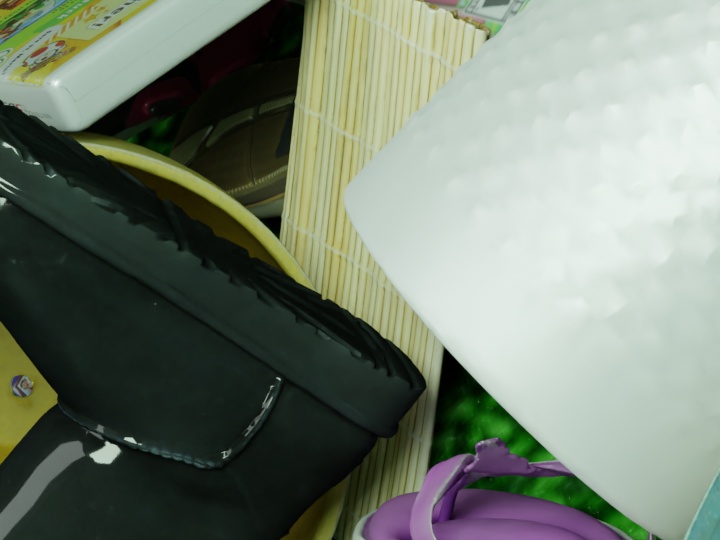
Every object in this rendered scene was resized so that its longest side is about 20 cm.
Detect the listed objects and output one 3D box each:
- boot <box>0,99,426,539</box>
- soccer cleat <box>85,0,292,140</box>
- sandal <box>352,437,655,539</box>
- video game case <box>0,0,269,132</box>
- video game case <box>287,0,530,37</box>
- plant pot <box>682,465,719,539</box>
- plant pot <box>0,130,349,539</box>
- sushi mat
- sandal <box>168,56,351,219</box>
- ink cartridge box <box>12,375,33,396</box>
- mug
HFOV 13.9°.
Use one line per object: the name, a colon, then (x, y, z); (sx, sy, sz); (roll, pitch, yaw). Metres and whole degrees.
boot: (-0.092, 0.054, 0.891); (0.163, 0.198, 0.073); (-54, 23, 8)
soccer cleat: (-0.115, -0.075, 1.146); (0.200, 0.070, 0.086); (-42, 37, -7)
sandal: (0.049, 0.074, 0.863); (0.203, 0.082, 0.050); (-161, 70, -76)
video game case: (-0.061, -0.113, 1.003); (0.200, 0.023, 0.182); (-36, 23, -22)
video game case: (0.067, -0.164, 1.024); (0.200, 0.022, 0.182); (-54, 36, -11)
plant pot: (0.197, 0.096, 0.640); (0.188, 0.200, 0.200); (37, 98, 37)
plant pot: (-0.112, 0.036, 0.994); (0.200, 0.200, 0.142); (-56, 18, 9)
sushi mat: (0.000, 0.000, 0.975); (0.096, 0.012, 0.200); (30, 121, 46)
sandal: (0.004, -0.043, 1.041); (0.200, 0.054, 0.080); (-10, 52, 50)
ink cartridge box: (-0.119, 0.026, 1.155); (0.200, 0.039, 0.100); (35, 96, 51)
mug: (0.107, -0.040, 0.865); (0.175, 0.148, 0.200); (-45, 11, 10)
